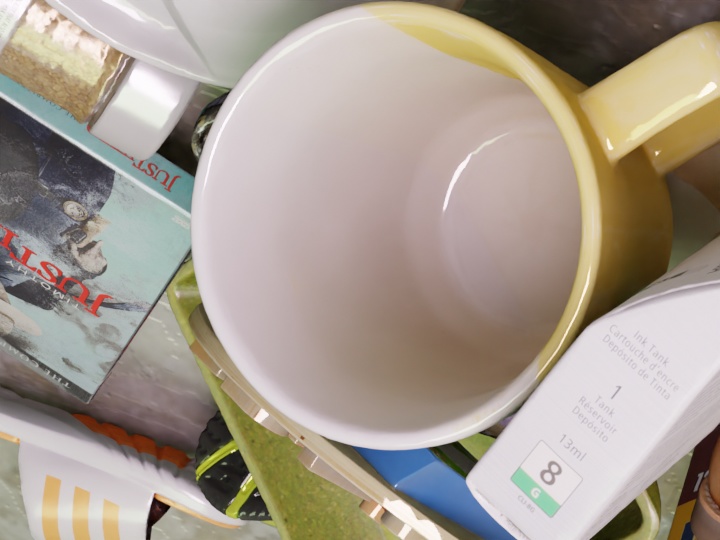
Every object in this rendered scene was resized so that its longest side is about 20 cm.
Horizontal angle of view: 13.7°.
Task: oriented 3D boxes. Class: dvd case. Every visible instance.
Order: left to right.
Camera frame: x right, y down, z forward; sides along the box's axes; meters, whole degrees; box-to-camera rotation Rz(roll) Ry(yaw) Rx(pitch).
[{"bbox_3d":[-0.150,-0.022,1.316,0.146,0.022,0.200,33,150,-4],"label":"dvd case"}]

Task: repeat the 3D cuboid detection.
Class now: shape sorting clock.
[{"bbox_3d":[0.016,0.077,1.126,0.200,0.039,0.200,40,-178,-2],"label":"shape sorting clock"}]

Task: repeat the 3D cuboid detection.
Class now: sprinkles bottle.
[{"bbox_3d":[-0.154,-0.122,1.201,0.200,0.068,0.068,31,140,-9],"label":"sprinkles bottle"}]

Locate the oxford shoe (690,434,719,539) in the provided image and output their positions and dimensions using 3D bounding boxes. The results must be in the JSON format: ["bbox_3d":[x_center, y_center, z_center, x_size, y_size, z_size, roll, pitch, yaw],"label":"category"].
[{"bbox_3d":[0.201,0.046,1.143,0.071,0.200,0.071,26,123,28],"label":"oxford shoe"}]

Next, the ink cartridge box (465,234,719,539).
[{"bbox_3d":[0.132,-0.006,0.994,0.050,0.161,0.200,40,117,11],"label":"ink cartridge box"}]

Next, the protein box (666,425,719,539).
[{"bbox_3d":[0.229,0.182,1.259,0.198,0.200,0.135,42,137,-23],"label":"protein box"}]

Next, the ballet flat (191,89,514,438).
[{"bbox_3d":[0.000,0.000,1.194,0.200,0.072,0.072,47,147,22],"label":"ballet flat"}]

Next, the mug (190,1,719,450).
[{"bbox_3d":[0.056,-0.014,1.061,0.186,0.150,0.153,4,-178,25],"label":"mug"}]

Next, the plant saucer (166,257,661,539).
[{"bbox_3d":[0.029,0.049,1.262,0.200,0.048,0.200,-33,80,43],"label":"plant saucer"}]

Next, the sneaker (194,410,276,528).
[{"bbox_3d":[0.029,0.084,1.362,0.199,0.076,0.076,2,169,18],"label":"sneaker"}]

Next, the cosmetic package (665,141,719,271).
[{"bbox_3d":[0.186,-0.045,1.124,0.105,0.071,0.200,43,137,-22],"label":"cosmetic package"}]

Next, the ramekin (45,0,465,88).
[{"bbox_3d":[-0.042,-0.166,1.077,0.202,0.094,0.203,13,140,11],"label":"ramekin"}]

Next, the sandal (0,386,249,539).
[{"bbox_3d":[-0.150,0.097,1.432,0.206,0.059,0.079,20,-177,13],"label":"sandal"}]
